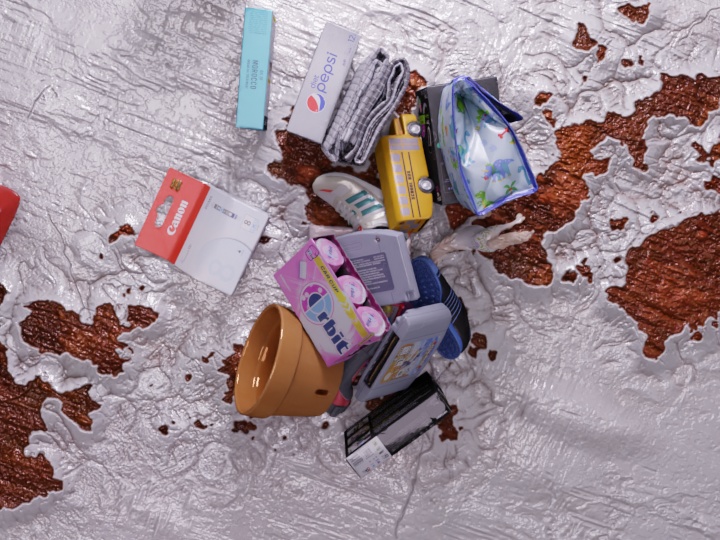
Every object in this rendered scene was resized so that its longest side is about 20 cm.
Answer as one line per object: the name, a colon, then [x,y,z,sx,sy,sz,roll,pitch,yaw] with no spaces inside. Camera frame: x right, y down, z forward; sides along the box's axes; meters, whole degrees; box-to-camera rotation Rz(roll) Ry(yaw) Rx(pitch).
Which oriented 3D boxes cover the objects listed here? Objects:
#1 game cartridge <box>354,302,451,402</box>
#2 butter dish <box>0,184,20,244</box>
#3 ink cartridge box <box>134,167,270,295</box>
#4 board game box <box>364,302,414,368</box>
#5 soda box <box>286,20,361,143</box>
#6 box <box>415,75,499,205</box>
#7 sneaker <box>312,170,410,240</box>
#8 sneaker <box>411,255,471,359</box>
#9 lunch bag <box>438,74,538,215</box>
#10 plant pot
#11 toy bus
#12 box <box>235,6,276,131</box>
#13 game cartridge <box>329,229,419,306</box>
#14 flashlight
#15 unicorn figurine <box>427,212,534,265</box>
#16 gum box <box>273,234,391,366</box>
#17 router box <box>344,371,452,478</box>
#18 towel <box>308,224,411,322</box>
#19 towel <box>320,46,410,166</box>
game cartridge: [0.078,0.144,1.517,0.133,0.042,0.200,-5,135,-42]
butter dish: [-0.724,-0.091,1.484,0.199,0.148,0.201,23,97,-46]
ink cartridge box: [-0.283,-0.070,1.549,0.199,0.047,0.161,26,97,-8]
board game box: [0.035,0.088,1.561,0.158,0.039,0.201,-26,100,1]
soda box: [-0.065,-0.325,1.513,0.068,0.063,0.201,20,97,-7]
box: [0.174,-0.221,1.497,0.124,0.149,0.201,-9,99,-3]
sneaker: [0.000,-0.101,1.523,0.199,0.070,0.094,23,63,-1]
sneaker: [0.144,0.058,1.572,0.070,0.078,0.201,-12,106,33]
lunch bag: [0.181,-0.199,1.339,0.127,0.170,0.201,-25,97,1]
plant pot: [-0.121,0.173,1.532,0.140,0.200,0.201,20,97,-23]
toy bus: [0.075,-0.168,1.499,0.078,0.065,0.201,-5,72,-16]
box: [-0.180,-0.344,1.497,0.049,0.082,0.201,6,98,-2]
game cartridge: [0.000,0.000,1.496,0.199,0.041,0.134,-11,101,33]
flashlight: [-0.009,0.176,1.554,0.068,0.068,0.200,34,118,-5]
unicorn figurine: [0.204,-0.056,1.542,0.137,0.200,0.074,-29,94,-26]
gum box: [-0.047,0.054,1.469,0.113,0.066,0.200,-41,75,33]
router box: [0.063,0.273,1.564,0.200,0.149,0.051,-36,98,3]
towel: [-0.002,0.019,1.583,0.190,0.032,0.201,1,99,-4]
towel: [0.011,-0.269,1.476,0.085,0.166,0.201,25,96,-10]
